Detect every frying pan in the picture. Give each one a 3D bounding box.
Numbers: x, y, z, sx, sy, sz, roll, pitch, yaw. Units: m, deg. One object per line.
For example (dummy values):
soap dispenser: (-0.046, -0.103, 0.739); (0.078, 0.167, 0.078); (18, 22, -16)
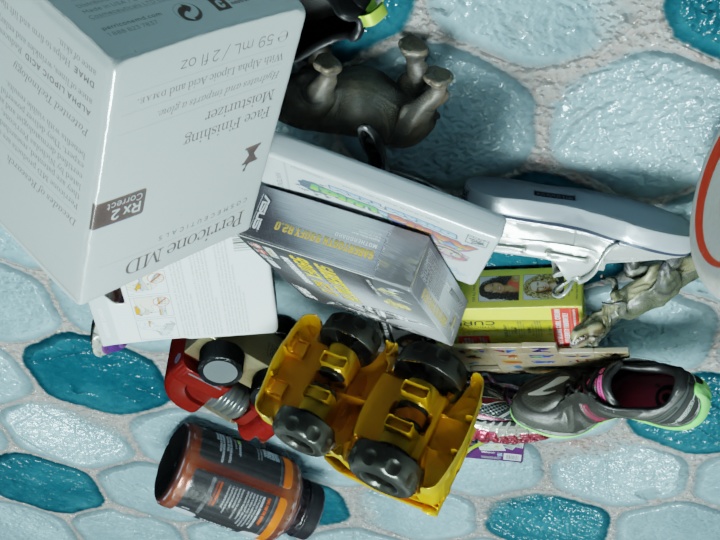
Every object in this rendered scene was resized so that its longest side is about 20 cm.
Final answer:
frying pan: (0.033, -0.069, 0.976); (0.114, 0.031, 0.190); (19, 171, -7)

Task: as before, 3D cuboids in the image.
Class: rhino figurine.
rhino figurine: (-0.029, -0.143, 0.929); (0.198, 0.060, 0.088); (9, 140, 2)

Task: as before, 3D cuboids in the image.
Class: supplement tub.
supplement tub: (-0.145, 0.268, 1.451); (0.199, 0.108, 0.107); (24, 140, -19)

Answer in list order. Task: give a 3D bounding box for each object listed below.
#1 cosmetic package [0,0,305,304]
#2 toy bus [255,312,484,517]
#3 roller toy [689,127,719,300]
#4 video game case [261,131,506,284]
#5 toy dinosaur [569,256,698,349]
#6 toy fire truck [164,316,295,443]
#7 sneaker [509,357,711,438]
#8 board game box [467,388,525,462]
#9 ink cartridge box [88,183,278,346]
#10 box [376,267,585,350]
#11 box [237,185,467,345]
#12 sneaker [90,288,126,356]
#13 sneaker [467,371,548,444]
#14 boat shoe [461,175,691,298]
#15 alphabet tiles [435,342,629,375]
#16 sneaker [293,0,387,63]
cosmetic package: (-0.167, -0.122, 0.815); (0.165, 0.164, 0.201); (41, 135, 24)
toy bus: (0.016, 0.152, 1.154); (0.199, 0.136, 0.192); (20, 155, 17)
roller toy: (0.346, -0.046, 0.873); (0.139, 0.201, 0.183); (16, 137, -12)
video game case: (0.013, -0.047, 0.962); (0.198, 0.024, 0.182); (20, 169, 3)
toy dinosaur: (0.267, -0.001, 1.062); (0.199, 0.048, 0.088); (-25, 117, 12)
toy fire truck: (-0.141, 0.123, 1.270); (0.175, 0.129, 0.200); (30, 128, -26)
sneaker: (0.237, 0.115, 1.151); (0.198, 0.077, 0.084); (-10, 146, 28)
board game box: (0.090, 0.171, 1.343); (0.198, 0.033, 0.120); (4, 146, 6)
ink cartridge box: (-0.168, -0.006, 1.085); (0.172, 0.044, 0.201); (-4, 143, -2)
box: (0.117, 0.039, 1.144); (0.198, 0.050, 0.076); (-2, 142, 12)
box: (0.000, 0.000, 1.028); (0.157, 0.049, 0.200); (18, 169, 18)
sneaker: (-0.219, 0.026, 1.176); (0.083, 0.081, 0.200); (14, 142, -17)
sneaker: (0.143, 0.144, 1.246); (0.198, 0.075, 0.081); (-1, 168, 1)
boat shoe: (0.181, -0.020, 1.012); (0.200, 0.075, 0.087); (9, 114, 3)
alphabet tiles: (0.168, 0.089, 1.182); (0.198, 0.008, 0.167); (-2, 166, 13)
sneaker: (-0.073, -0.188, 0.852); (0.198, 0.083, 0.072); (-5, 141, 26)
